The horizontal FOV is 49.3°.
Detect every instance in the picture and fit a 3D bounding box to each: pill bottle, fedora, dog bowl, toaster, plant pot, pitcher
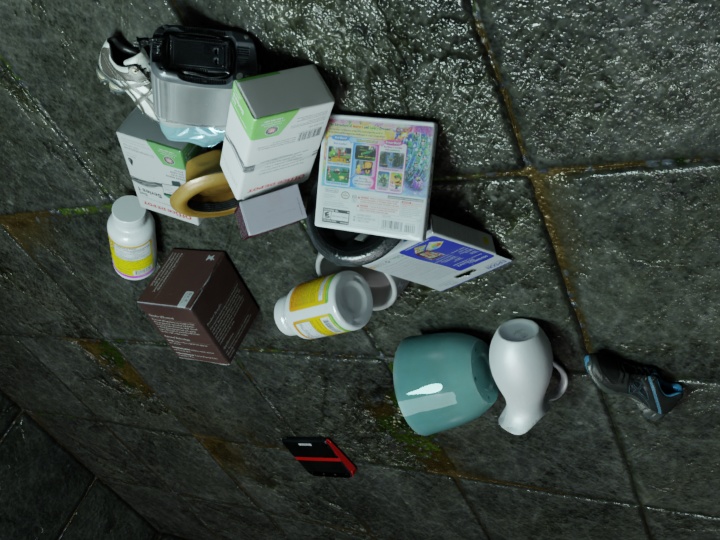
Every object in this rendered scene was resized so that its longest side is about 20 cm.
[{"bbox_3d":[-0.078,0.073,1.532,0.197,0.112,0.111,-15,128,45],"label":"pill bottle"},{"bbox_3d":[-0.259,-0.166,1.441,0.196,0.084,0.201,-17,166,-4],"label":"fedora"},{"bbox_3d":[0.000,0.000,1.537,0.196,0.059,0.202,19,144,14],"label":"dog bowl"},{"bbox_3d":[-0.260,-0.304,1.248,0.195,0.116,0.130,1,152,-15],"label":"toaster"},{"bbox_3d":[0.184,0.218,1.576,0.158,0.203,0.202,-16,128,33],"label":"plant pot"},{"bbox_3d":[0.007,-0.099,1.345,0.196,0.206,0.091,9,-179,24],"label":"fedora"},{"bbox_3d":[0.330,0.189,1.509,0.121,0.169,0.204,29,138,52],"label":"pitcher"},{"bbox_3d":[-0.505,-0.074,1.738,0.102,0.105,0.202,23,144,5],"label":"pill bottle"}]

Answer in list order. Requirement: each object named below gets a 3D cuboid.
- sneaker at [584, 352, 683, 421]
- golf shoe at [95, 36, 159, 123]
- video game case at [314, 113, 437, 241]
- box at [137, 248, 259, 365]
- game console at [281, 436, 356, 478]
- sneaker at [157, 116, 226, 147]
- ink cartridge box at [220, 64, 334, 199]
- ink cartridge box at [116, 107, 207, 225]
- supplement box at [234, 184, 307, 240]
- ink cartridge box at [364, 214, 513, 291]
[{"bbox_3d":[0.505,0.198,1.454,0.197,0.074,0.082,29,129,-12],"label":"sneaker"},{"bbox_3d":[-0.369,-0.327,1.359,0.197,0.079,0.095,28,145,-3],"label":"golf shoe"},{"bbox_3d":[0.022,-0.152,1.265,0.195,0.024,0.187,9,99,24],"label":"video game case"},{"bbox_3d":[-0.363,0.082,1.784,0.161,0.168,0.202,4,139,30],"label":"box"},{"bbox_3d":[-0.121,0.553,2.334,0.197,0.031,0.178,-10,125,40],"label":"game console"},{"bbox_3d":[-0.248,-0.252,1.352,0.194,0.076,0.083,6,149,-4],"label":"sneaker"},{"bbox_3d":[-0.139,-0.220,1.266,0.085,0.143,0.201,59,150,20],"label":"ink cartridge box"},{"bbox_3d":[-0.367,-0.198,1.510,0.143,0.085,0.202,17,143,15],"label":"ink cartridge box"},{"bbox_3d":[-0.164,-0.101,1.399,0.200,0.106,0.062,176,76,-78],"label":"supplement box"},{"bbox_3d":[0.135,-0.028,1.401,0.197,0.048,0.196,14,154,-35],"label":"ink cartridge box"}]
